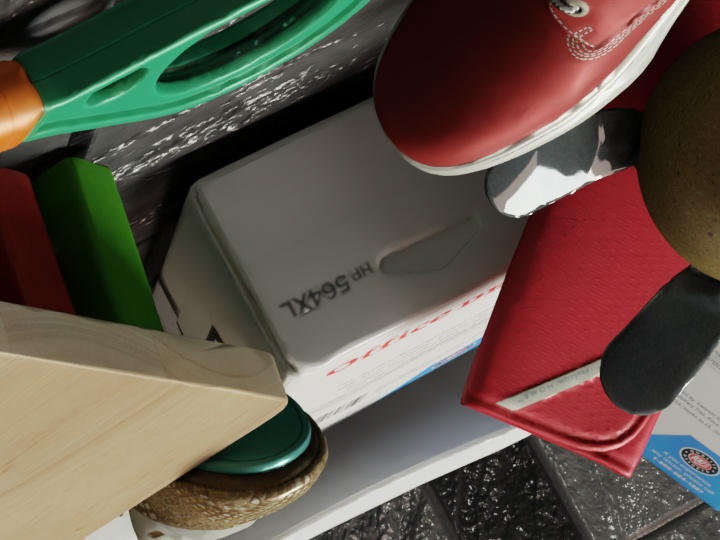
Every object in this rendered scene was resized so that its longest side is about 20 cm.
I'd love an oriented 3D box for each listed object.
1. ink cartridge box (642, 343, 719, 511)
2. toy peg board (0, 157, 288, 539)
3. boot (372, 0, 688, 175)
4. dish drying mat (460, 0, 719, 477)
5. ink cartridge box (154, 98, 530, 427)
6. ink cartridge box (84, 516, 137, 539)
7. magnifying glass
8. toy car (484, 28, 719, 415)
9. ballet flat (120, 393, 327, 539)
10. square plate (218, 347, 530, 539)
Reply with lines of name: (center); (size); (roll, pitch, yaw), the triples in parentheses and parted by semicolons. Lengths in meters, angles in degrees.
ink cartridge box: (0.186, 0.017, 1.092); (0.084, 0.146, 0.200); (-57, -172, -35)
toy peg board: (-0.165, 0.036, 0.680); (0.200, 0.098, 0.199); (-34, 155, 25)
boot: (0.060, -0.102, 0.632); (0.200, 0.073, 0.144); (-42, 167, 21)
dish drying mat: (0.106, -0.031, 0.809); (0.201, 0.076, 0.018); (-67, -166, -2)
ink cartridge box: (0.000, 0.000, 0.906); (0.145, 0.085, 0.200); (-27, 170, -17)
ink cartridge box: (-0.188, 0.136, 1.127); (0.146, 0.083, 0.200); (-32, 171, 14)
magnifying glass: (-0.074, -0.052, 0.592); (0.199, 0.022, 0.080); (-27, 173, -36)
toy car: (0.147, -0.039, 0.742); (0.199, 0.165, 0.158); (-29, -167, 11)
ballet flat: (-0.073, 0.063, 0.803); (0.070, 0.066, 0.200); (-13, -157, -29)
square plate: (-0.025, 0.068, 1.050); (0.197, 0.029, 0.200); (-23, -151, -21)
